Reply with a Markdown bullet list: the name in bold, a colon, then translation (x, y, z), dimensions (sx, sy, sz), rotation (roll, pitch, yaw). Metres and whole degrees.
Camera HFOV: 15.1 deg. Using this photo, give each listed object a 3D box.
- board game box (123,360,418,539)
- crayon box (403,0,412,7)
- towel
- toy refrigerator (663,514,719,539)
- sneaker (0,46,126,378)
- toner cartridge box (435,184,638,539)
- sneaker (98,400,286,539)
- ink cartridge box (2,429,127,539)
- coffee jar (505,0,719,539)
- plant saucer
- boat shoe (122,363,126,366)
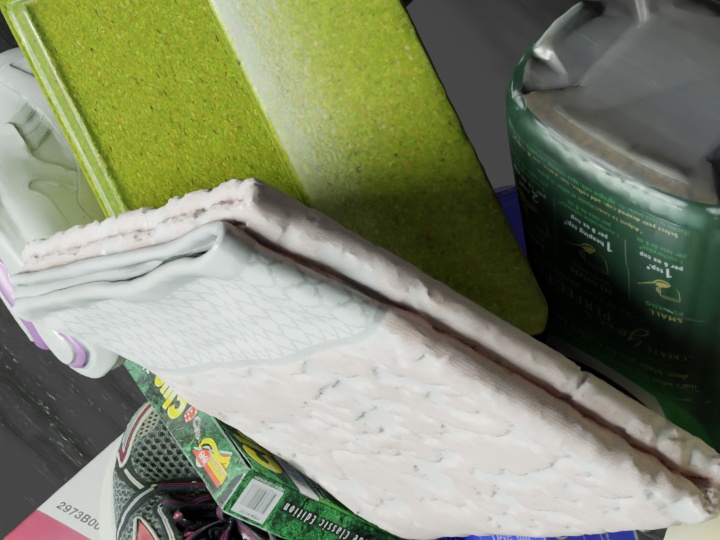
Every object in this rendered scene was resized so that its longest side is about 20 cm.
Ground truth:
- **board game box**: translation (-0.047, 0.053, 1.069), dimensions (0.105, 0.023, 0.200), rotation (31, -169, -35)
- **crayon box**: translation (-0.072, -0.163, 0.953), dimensions (0.200, 0.051, 0.127), rotation (53, 153, -17)
- **towel**: translation (-0.005, 0.038, 0.886), dimensions (0.191, 0.032, 0.200), rotation (31, 162, -20)
- **toy refrigerator**: translation (0.178, 0.081, 0.828), dimensions (0.076, 0.070, 0.200), rotation (38, 135, -14)
- **sneaker**: translation (-0.106, -0.039, 1.044), dimensions (0.200, 0.100, 0.075), rotation (-114, -1, -51)
- **toner cartridge box**: translation (0.052, 0.070, 1.032), dimensions (0.095, 0.043, 0.200), rotation (-6, 101, 59)
- **sneaker**: translation (-0.052, 0.114, 1.024), dimensions (0.200, 0.081, 0.075), rotation (-110, 18, -49)
- **ink cartridge box**: translation (-0.042, 0.119, 1.143), dimensions (0.145, 0.200, 0.084), rotation (25, 144, 36)
- **coffee jar**: translation (0.104, 0.005, 0.897), dimensions (0.104, 0.085, 0.200), rotation (32, 150, 26)
- **plant saucer**: translation (-0.047, -0.051, 0.924), dimensions (0.200, 0.048, 0.200), rotation (-7, 113, 58)
- **boat shoe**: translation (-0.138, -0.001, 1.266), dimensions (0.202, 0.060, 0.072), rotation (48, 154, -4)
